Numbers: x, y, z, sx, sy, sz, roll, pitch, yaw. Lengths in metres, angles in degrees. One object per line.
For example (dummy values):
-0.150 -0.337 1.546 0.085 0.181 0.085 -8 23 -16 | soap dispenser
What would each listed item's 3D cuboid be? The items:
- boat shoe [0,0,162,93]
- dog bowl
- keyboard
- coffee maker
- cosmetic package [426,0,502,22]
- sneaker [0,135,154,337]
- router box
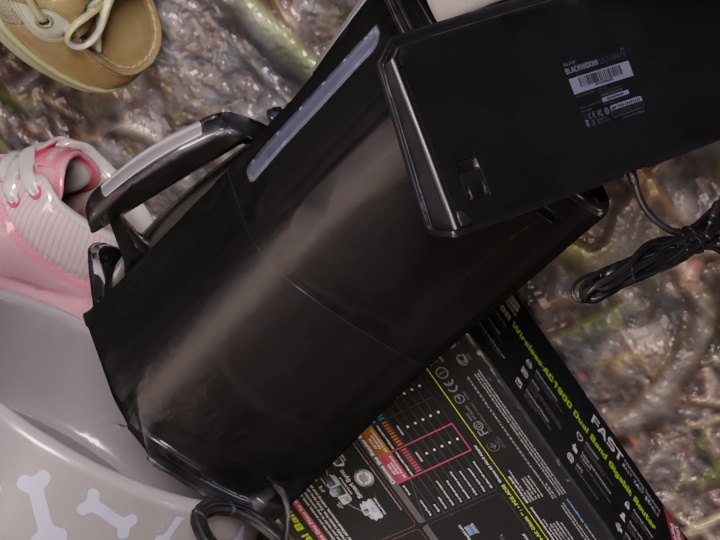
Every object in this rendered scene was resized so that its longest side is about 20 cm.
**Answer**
-0.133 -0.148 0.836 0.063 0.073 0.201 9 145 34 | boat shoe
-0.127 0.076 0.860 0.200 0.200 0.059 32 102 2 | dog bowl
0.096 -0.049 0.762 0.021 0.200 0.127 -21 89 52 | keyboard
0.000 0.000 0.816 0.200 0.135 0.192 -44 58 20 | coffee maker
0.111 -0.178 0.747 0.200 0.103 0.087 -20 106 27 | cosmetic package
-0.187 -0.038 0.950 0.200 0.075 0.105 31 123 -2 | sneaker
0.044 0.104 0.943 0.150 0.062 0.200 -28 104 30 | router box
